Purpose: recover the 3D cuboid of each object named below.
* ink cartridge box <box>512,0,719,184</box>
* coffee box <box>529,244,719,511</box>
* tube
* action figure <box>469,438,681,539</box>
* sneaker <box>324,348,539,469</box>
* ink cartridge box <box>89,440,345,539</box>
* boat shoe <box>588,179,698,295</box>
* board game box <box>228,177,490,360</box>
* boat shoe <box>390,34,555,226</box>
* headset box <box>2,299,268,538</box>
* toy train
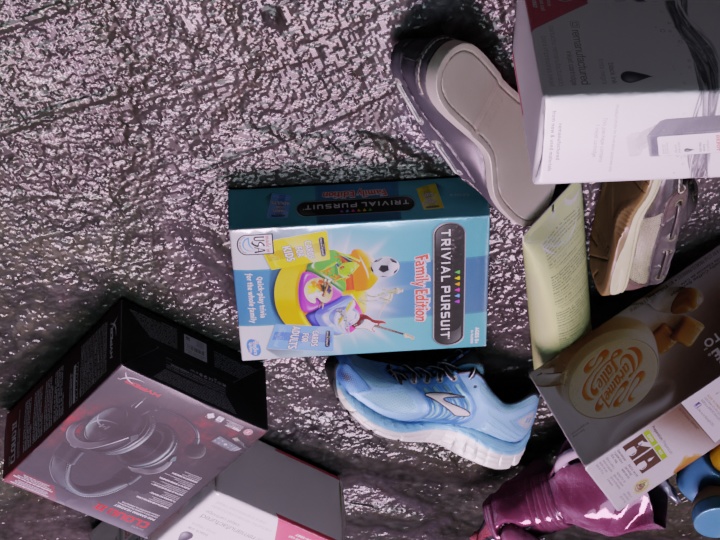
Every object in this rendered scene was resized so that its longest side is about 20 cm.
[{"bbox_3d":[0.212,-0.137,1.396,0.199,0.146,0.085,-1,135,-3],"label":"ink cartridge box"},{"bbox_3d":[0.251,0.081,1.613,0.199,0.115,0.080,-34,135,6],"label":"coffee box"},{"bbox_3d":[0.157,0.015,1.621,0.052,0.058,0.201,-7,139,3],"label":"tube"},{"bbox_3d":[0.167,0.201,1.760,0.199,0.134,0.149,-27,131,19],"label":"action figure"},{"bbox_3d":[0.062,0.094,1.700,0.199,0.078,0.090,17,114,-25],"label":"sneaker"},{"bbox_3d":[-0.130,0.240,1.813,0.146,0.083,0.200,27,128,-29],"label":"ink cartridge box"},{"bbox_3d":[0.222,-0.062,1.540,0.064,0.073,0.201,-5,141,-15],"label":"boat shoe"},{"bbox_3d":[0.000,0.000,1.597,0.199,0.047,0.151,-3,137,-1],"label":"board game box"},{"bbox_3d":[0.085,-0.106,1.500,0.063,0.073,0.200,21,161,40],"label":"boat shoe"},{"bbox_3d":[-0.195,0.133,1.700,0.148,0.078,0.200,28,127,-29],"label":"headset box"},{"bbox_3d":[0.332,0.127,1.706,0.084,0.116,0.200,17,133,-22],"label":"toy train"}]
